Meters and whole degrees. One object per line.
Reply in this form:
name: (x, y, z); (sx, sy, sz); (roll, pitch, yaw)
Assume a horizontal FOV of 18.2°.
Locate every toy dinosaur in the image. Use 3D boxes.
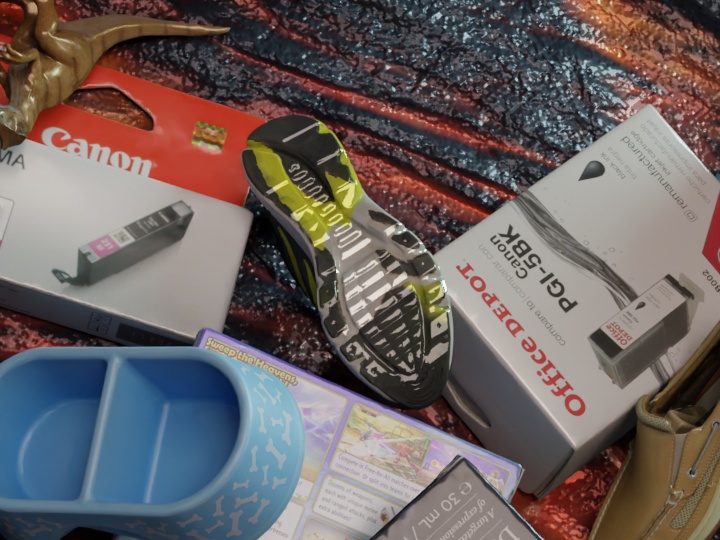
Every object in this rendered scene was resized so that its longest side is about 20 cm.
toy dinosaur: (-0.179, -0.133, 1.344); (0.106, 0.060, 0.200); (52, 44, -7)

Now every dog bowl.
dog bowl: (-0.128, 0.092, 1.199); (0.199, 0.050, 0.112); (-1, 66, 24)

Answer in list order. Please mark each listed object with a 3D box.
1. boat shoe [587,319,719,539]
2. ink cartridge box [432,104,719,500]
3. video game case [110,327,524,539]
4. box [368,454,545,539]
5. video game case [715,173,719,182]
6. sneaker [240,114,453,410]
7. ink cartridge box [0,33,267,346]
boat shoe: (0.181, 0.096, 1.287); (0.076, 0.072, 0.201); (28, 97, -37)
ink cartridge box: (0.140, 0.017, 1.351); (0.200, 0.083, 0.147); (-35, 78, -27)
video game case: (-0.034, 0.155, 1.243); (0.199, 0.045, 0.182); (24, 75, -5)
box: (0.062, 0.225, 1.150); (0.148, 0.107, 0.200); (-41, 77, -17)
video game case: (0.314, -0.029, 1.461); (0.199, 0.018, 0.144); (-30, 78, -25)
sneaker: (0.000, 0.000, 1.305); (0.074, 0.085, 0.201); (-26, 63, -4)
ink cartridge box: (-0.160, -0.053, 1.323); (0.199, 0.044, 0.175); (17, 64, -8)
